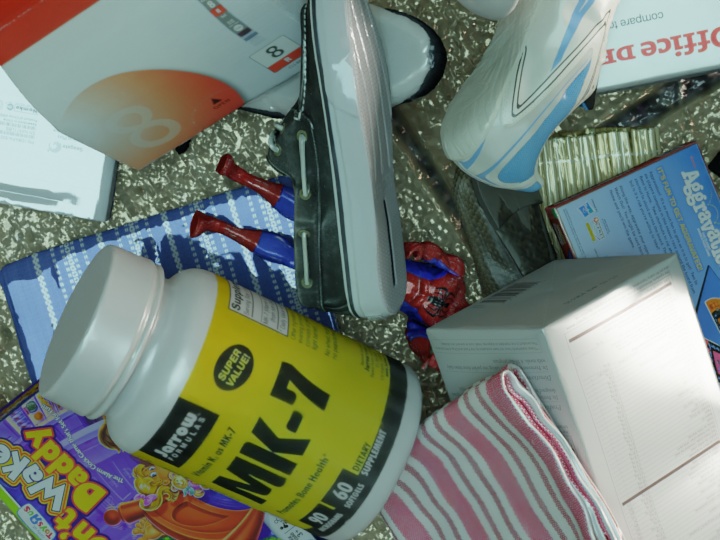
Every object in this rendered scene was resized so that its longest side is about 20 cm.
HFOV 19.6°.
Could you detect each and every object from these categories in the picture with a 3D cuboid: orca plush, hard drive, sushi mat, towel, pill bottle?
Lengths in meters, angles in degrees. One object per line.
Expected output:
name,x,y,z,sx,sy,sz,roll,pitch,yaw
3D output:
orca plush,-0.028,-0.110,1.266,0.200,0.071,0.106,-23,74,27
hard drive,-0.205,-0.141,1.296,0.132,0.025,0.201,10,96,3
sushi mat,0.150,0.012,1.293,0.095,0.012,0.201,-8,95,5
towel,-0.116,0.036,1.312,0.199,0.024,0.145,-17,92,3
towel,0.073,0.147,1.189,0.030,0.200,0.147,-28,83,-34
pill bottle,-0.075,0.069,1.199,0.200,0.114,0.115,25,97,-17

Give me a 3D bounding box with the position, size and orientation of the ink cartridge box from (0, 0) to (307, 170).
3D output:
ink cartridge box,-0.131,-0.138,1.171,0.162,0.200,0.050,-29,62,25

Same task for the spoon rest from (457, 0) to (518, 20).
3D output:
spoon rest,0.052,-0.199,1.200,0.060,0.200,0.100,-8,105,-23

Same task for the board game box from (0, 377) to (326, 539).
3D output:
board game box,-0.129,0.140,1.288,0.134,0.045,0.200,-38,102,8

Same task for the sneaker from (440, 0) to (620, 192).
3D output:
sneaker,0.116,-0.138,1.178,0.072,0.072,0.200,27,93,-31

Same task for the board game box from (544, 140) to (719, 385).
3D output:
board game box,0.197,0.033,1.269,0.103,0.019,0.200,-24,96,-12

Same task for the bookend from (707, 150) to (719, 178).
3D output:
bookend,0.310,-0.029,1.185,0.199,0.200,0.092,39,97,0

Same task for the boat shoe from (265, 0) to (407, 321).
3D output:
boat shoe,-0.021,-0.066,1.180,0.071,0.072,0.201,-1,103,17

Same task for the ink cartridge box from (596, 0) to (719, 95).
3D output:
ink cartridge box,0.148,-0.206,1.237,0.146,0.083,0.201,-11,95,5

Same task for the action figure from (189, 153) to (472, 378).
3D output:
action figure,0.000,0.000,1.252,0.200,0.099,0.065,24,97,-12

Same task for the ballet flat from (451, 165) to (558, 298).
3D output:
ballet flat,0.098,0.017,1.271,0.067,0.046,0.201,-25,100,-32

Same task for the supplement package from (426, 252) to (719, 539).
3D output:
supplement package,0.139,0.104,1.200,0.114,0.109,0.201,-26,103,-32
